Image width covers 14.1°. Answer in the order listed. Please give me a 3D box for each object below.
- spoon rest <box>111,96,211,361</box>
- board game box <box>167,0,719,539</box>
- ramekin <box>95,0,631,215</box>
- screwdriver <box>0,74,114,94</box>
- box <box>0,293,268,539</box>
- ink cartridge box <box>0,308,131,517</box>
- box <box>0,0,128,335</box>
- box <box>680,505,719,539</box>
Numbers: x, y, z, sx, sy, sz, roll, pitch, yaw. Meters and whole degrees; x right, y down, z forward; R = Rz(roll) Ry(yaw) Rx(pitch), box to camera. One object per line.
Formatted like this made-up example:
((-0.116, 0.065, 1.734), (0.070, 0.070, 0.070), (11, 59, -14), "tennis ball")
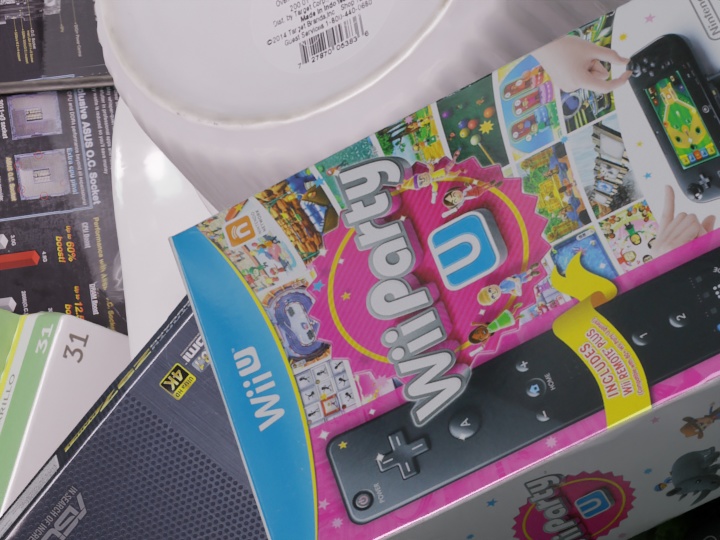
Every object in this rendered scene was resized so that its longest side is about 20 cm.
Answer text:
((-0.064, 0.003, 1.164), (0.099, 0.061, 0.200), (-17, 82, 53), "spoon rest")
((0.055, 0.014, 0.926), (0.200, 0.064, 0.148), (-27, 53, 8), "board game box")
((0.000, -0.102, 1.035), (0.200, 0.105, 0.200), (-12, 63, 25), "ramekin")
((-0.067, -0.082, 1.226), (0.200, 0.029, 0.028), (-5, 88, -6), "screwdriver")
((-0.022, 0.080, 1.116), (0.200, 0.158, 0.051), (-49, 10, -1), "box")
((-0.149, 0.084, 1.174), (0.048, 0.200, 0.146), (0, 71, 57), "ink cartridge box")
((-0.167, -0.060, 1.232), (0.050, 0.158, 0.200), (179, 82, -74), "box")
((0.193, 0.126, 0.967), (0.200, 0.149, 0.124), (-43, 55, 10), "box")
